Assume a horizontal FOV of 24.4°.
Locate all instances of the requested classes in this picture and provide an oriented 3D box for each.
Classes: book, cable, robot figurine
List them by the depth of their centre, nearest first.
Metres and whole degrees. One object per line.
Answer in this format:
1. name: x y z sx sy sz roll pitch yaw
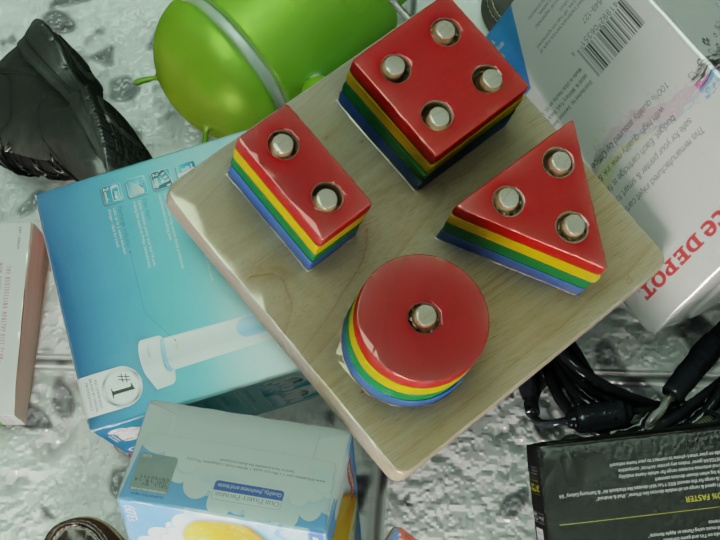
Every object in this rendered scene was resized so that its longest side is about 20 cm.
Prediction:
1. cable: 0.179 0.013 1.065 0.163 0.051 0.200 -1 65 6
2. book: -0.317 0.036 1.119 0.200 0.048 0.134 1 70 8
3. robot figurine: -0.056 -0.169 1.138 0.200 0.116 0.175 -41 62 -11

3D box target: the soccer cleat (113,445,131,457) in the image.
1. soccer cleat: -0.151 0.032 1.091 0.076 0.067 0.200 -18 63 -6

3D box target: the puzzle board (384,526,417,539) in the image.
1. puzzle board: 0.053 0.259 0.923 0.200 0.017 0.151 40 72 -20

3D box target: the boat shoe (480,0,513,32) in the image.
1. boat shoe: 0.160 -0.146 1.134 0.067 0.057 0.200 -42 68 -12

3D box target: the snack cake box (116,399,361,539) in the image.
1. snack cake box: -0.061 0.162 0.942 0.115 0.200 0.067 7 52 10

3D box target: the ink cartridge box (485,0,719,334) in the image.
1. ink cartridge box: 0.188 -0.094 0.984 0.145 0.147 0.200 -20 67 -46

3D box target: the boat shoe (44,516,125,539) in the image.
1. boat shoe: -0.152 0.235 0.994 0.072 0.072 0.200 -16 65 -1

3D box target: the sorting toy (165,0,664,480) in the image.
1. sorting toy: 0.036 -0.030 0.885 0.200 0.070 0.199 -37 81 -20

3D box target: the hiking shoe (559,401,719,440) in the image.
1. hiking shoe: 0.215 0.113 1.003 0.200 0.076 0.101 12 72 1

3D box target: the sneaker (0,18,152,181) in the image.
1. sneaker: -0.206 -0.091 1.136 0.091 0.076 0.200 -40 41 0

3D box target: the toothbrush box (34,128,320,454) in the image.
1. toothbrush box: -0.068 0.004 0.962 0.200 0.085 0.147 -18 74 3

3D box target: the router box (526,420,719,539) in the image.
1. router box: 0.201 0.159 0.928 0.200 0.051 0.149 -6 86 -2

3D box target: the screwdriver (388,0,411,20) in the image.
1. screwdriver: 0.077 -0.103 1.046 0.200 0.028 0.029 47 36 12
